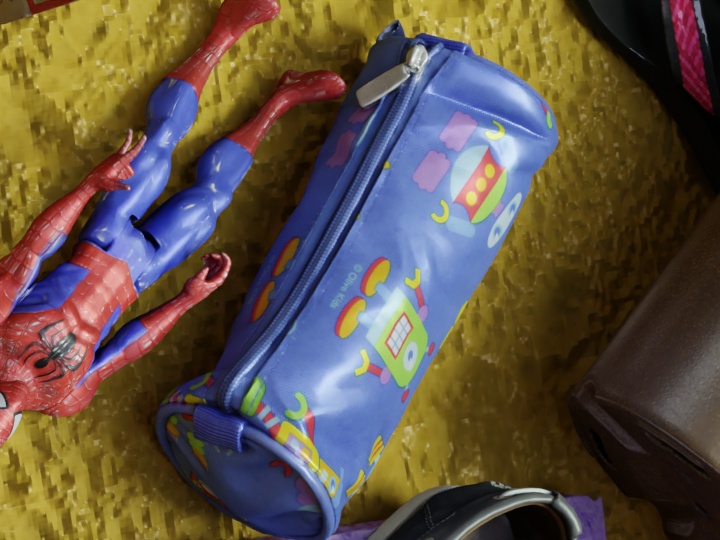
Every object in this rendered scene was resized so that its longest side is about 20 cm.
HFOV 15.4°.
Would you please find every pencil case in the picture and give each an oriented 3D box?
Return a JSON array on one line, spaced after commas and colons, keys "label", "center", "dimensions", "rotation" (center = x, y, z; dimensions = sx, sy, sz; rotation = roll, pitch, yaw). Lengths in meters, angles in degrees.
[{"label": "pencil case", "center": [0.000, 0.000, 0.979], "dimensions": [0.200, 0.078, 0.087], "rotation": [-60, 144, -23]}]

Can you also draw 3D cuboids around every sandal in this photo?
[{"label": "sandal", "center": [0.150, -0.096, 1.119], "dimensions": [0.075, 0.045, 0.200], "rotation": [-48, 115, -27]}]

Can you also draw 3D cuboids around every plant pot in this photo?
[{"label": "plant pot", "center": [0.199, 0.028, 1.057], "dimensions": [0.198, 0.200, 0.200], "rotation": [-46, 115, -11]}]

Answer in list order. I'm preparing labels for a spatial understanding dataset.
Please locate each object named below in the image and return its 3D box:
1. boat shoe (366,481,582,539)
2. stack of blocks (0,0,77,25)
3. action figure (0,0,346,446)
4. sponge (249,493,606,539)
[{"label": "boat shoe", "center": [0.006, 0.149, 0.944], "dimensions": [0.200, 0.067, 0.072], "rotation": [-47, 115, -32]}, {"label": "stack of blocks", "center": [-0.119, -0.187, 0.879], "dimensions": [0.058, 0.115, 0.201], "rotation": [-24, 101, -35]}, {"label": "action figure", "center": [-0.080, -0.013, 0.942], "dimensions": [0.065, 0.052, 0.200], "rotation": [50, 63, -28]}, {"label": "sponge", "center": [0.015, 0.151, 1.014], "dimensions": [0.199, 0.030, 0.112], "rotation": [-4, 89, -37]}]
